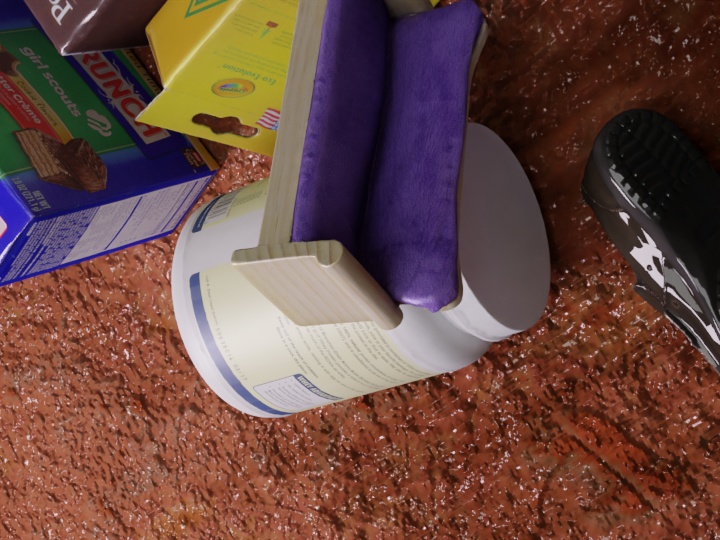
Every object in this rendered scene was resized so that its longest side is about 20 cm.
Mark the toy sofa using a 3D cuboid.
[{"bbox_3d":[0.004,-0.076,0.784,0.096,0.083,0.203,-4,64,25],"label":"toy sofa"}]

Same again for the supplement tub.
[{"bbox_3d":[0.000,0.000,0.898,0.198,0.144,0.147,-17,92,33],"label":"supplement tub"}]

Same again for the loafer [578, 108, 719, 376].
[{"bbox_3d":[0.195,0.001,0.834,0.201,0.073,0.071,56,158,4],"label":"loafer"}]

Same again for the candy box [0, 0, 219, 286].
[{"bbox_3d":[-0.211,-0.091,0.972,0.170,0.199,0.077,50,119,10],"label":"candy box"}]

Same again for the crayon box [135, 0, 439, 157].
[{"bbox_3d":[-0.040,-0.156,0.892,0.200,0.126,0.051,-42,54,30],"label":"crayon box"}]

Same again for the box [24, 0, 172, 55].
[{"bbox_3d":[-0.119,-0.261,0.896,0.200,0.164,0.167,-43,79,31],"label":"box"}]
